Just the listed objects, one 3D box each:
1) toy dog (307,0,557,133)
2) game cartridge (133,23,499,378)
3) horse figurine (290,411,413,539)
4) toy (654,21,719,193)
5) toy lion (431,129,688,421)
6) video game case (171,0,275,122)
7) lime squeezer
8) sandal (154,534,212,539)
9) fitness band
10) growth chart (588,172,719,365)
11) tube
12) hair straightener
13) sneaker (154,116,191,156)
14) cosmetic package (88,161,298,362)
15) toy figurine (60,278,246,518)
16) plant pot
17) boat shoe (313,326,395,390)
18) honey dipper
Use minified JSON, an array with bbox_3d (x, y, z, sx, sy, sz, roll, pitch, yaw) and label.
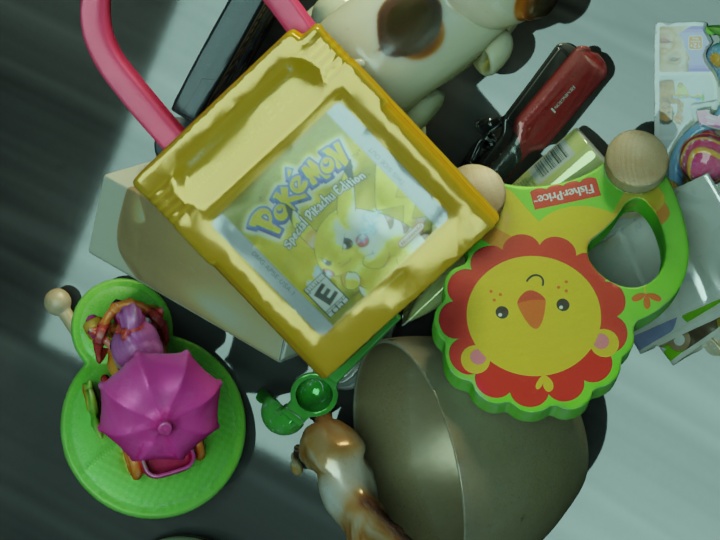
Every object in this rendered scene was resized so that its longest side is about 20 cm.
[{"bbox_3d":[0.054,-0.202,1.622,0.200,0.194,0.140,-37,79,21],"label":"toy dog"},{"bbox_3d":[-0.032,-0.050,1.541,0.176,0.032,0.200,-43,100,12],"label":"game cartridge"},{"bbox_3d":[-0.009,0.174,1.690,0.050,0.133,0.200,-17,66,-16],"label":"horse figurine"},{"bbox_3d":[0.279,-0.089,1.655,0.115,0.047,0.201,1,95,13],"label":"toy"},{"bbox_3d":[0.146,0.011,1.584,0.199,0.069,0.192,-13,70,-6],"label":"toy lion"},{"bbox_3d":[-0.073,-0.211,1.647,0.025,0.181,0.200,30,101,-1],"label":"video game case"},{"bbox_3d":[-0.037,0.092,1.675,0.038,0.071,0.200,53,140,-3],"label":"lime squeezer"},{"bbox_3d":[-0.111,0.281,1.747,0.201,0.057,0.080,35,109,30],"label":"sandal"},{"bbox_3d":[-0.109,-0.159,1.550,0.144,0.037,0.200,-38,99,11],"label":"fitness band"},{"bbox_3d":[0.244,0.002,1.657,0.200,0.018,0.145,-20,94,33],"label":"growth chart"},{"bbox_3d":[0.109,-0.028,1.690,0.200,0.058,0.052,-40,56,8],"label":"tube"},{"bbox_3d":[0.111,-0.091,1.683,0.041,0.077,0.200,35,89,-22],"label":"hair straightener"},{"bbox_3d":[-0.064,-0.097,1.646,0.199,0.088,0.075,9,71,11],"label":"sneaker"},{"bbox_3d":[-0.100,-0.013,1.679,0.200,0.105,0.071,27,117,26],"label":"cosmetic package"},{"bbox_3d":[-0.162,0.082,1.677,0.150,0.184,0.201,-16,80,-12],"label":"toy figurine"},{"bbox_3d":[0.094,0.138,1.662,0.134,0.200,0.201,-11,94,-21],"label":"plant pot"},{"bbox_3d":[0.000,0.000,1.711,0.071,0.069,0.201,18,99,10],"label":"boat shoe"},{"bbox_3d":[-0.199,0.100,1.784,0.038,0.038,0.200,-37,83,13],"label":"honey dipper"}]
